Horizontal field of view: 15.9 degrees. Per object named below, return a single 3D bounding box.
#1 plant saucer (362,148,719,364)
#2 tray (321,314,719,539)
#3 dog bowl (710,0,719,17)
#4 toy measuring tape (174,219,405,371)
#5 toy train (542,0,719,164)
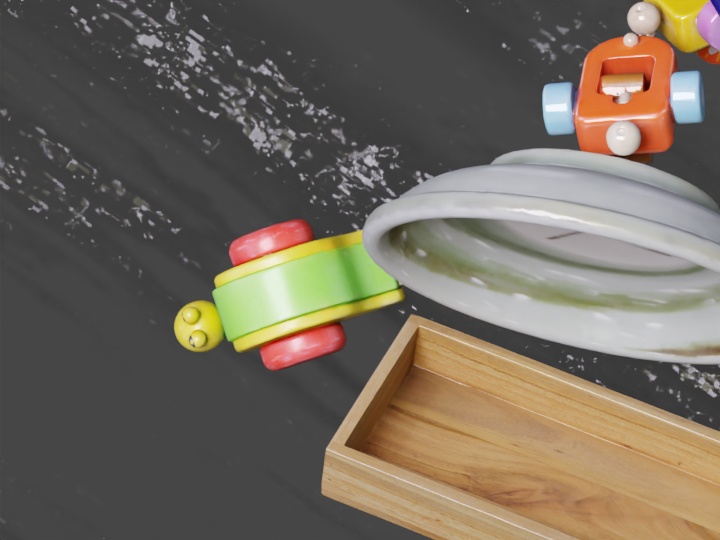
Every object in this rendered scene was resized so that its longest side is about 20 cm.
[{"bbox_3d":[0.102,-0.012,1.129,0.200,0.200,0.050,10,74,14],"label":"plant saucer"},{"bbox_3d":[0.093,0.097,1.178,0.200,0.099,0.037,20,136,14],"label":"tray"},{"bbox_3d":[0.229,-0.172,1.079,0.200,0.200,0.079,-21,128,15],"label":"dog bowl"},{"bbox_3d":[0.000,0.000,1.212,0.200,0.074,0.074,-19,87,15],"label":"toy measuring tape"},{"bbox_3d":[0.184,-0.090,1.137,0.200,0.150,0.056,-6,128,11],"label":"toy train"}]
